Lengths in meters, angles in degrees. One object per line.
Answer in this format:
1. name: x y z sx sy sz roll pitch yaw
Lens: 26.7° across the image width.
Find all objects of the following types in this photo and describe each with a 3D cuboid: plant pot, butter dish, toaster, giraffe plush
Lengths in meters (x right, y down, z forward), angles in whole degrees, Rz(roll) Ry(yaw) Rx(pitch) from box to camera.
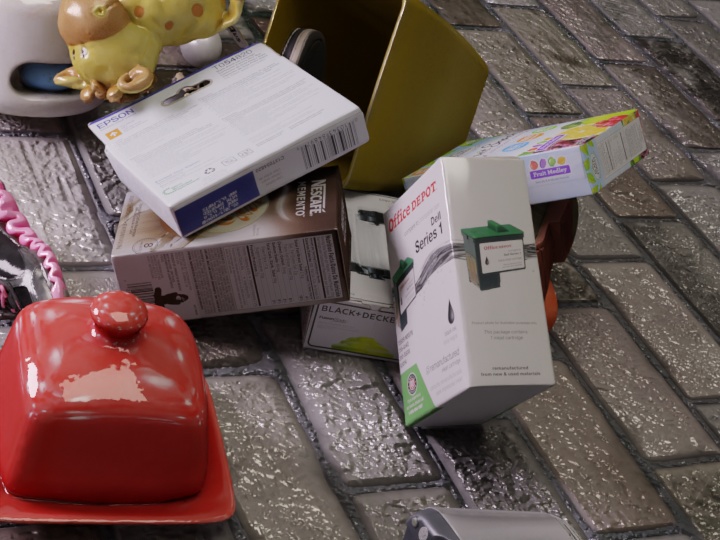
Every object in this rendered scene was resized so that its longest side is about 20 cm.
1. plant pot: 0.016 -0.188 1.598 0.176 0.201 0.199 12 8 -43
2. butter dish: -0.192 0.083 1.150 0.199 0.149 0.200 4 33 -19
3. toaster: 0.111 0.252 1.064 0.128 0.114 0.200 0 34 -28
4. giraffe plush: -0.223 -0.239 1.446 0.200 0.172 0.162 45 64 -9

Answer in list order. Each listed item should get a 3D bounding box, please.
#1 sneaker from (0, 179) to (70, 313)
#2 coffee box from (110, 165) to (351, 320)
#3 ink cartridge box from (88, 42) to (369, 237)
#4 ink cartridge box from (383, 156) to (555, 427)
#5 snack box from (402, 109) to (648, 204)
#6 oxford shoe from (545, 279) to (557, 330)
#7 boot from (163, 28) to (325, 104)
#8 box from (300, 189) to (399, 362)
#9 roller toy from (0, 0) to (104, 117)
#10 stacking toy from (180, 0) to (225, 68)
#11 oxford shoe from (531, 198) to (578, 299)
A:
1. sneaker: -0.314 0.002 1.307 0.095 0.079 0.200 -27 48 -20
2. coffee box: -0.111 -0.023 1.350 0.198 0.080 0.115 -7 34 4
3. ink cartridge box: -0.124 -0.124 1.384 0.199 0.041 0.200 -29 37 -17
4. ink cartridge box: 0.088 0.019 1.295 0.084 0.146 0.202 0 71 -21
5. snack box: 0.161 -0.102 1.480 0.199 0.053 0.142 -8 13 35
6. oxford shoe: 0.124 -0.014 1.519 0.072 0.072 0.200 -5 38 -23
7. boot: -0.127 -0.165 1.529 0.150 0.201 0.073 25 14 24
8. box: 0.000 0.000 1.447 0.116 0.060 0.201 9 32 -12
9. roller toy: -0.348 -0.240 1.579 0.199 0.141 0.183 15 23 11
10. stacking toy: -0.205 -0.317 1.811 0.145 0.146 0.201 -2 55 -28
11. oxford shoe: 0.144 -0.009 1.440 0.073 0.071 0.200 10 35 25
